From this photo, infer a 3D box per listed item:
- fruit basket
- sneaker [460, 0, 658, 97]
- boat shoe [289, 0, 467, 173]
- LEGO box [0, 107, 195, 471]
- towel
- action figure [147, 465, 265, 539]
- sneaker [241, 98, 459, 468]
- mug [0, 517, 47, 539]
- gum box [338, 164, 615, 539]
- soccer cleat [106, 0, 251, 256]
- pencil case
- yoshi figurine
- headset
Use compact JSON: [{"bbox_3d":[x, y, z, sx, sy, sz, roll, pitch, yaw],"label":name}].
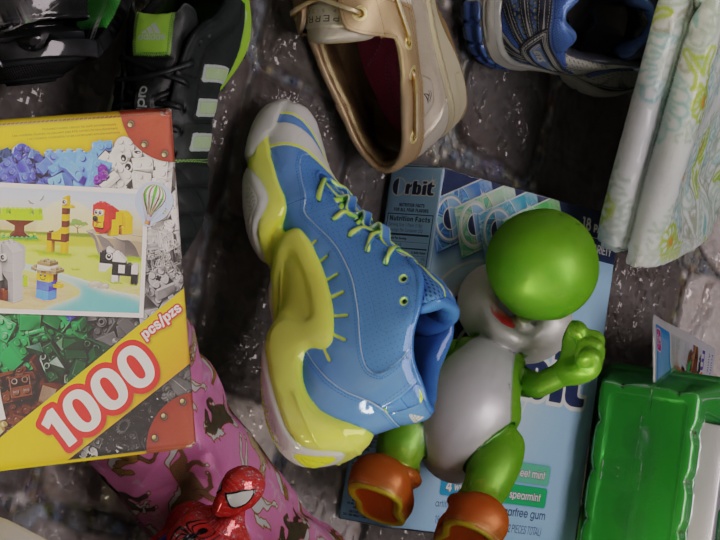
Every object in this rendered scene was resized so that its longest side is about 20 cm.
[{"bbox_3d":[0.195,0.130,1.561,0.200,0.093,0.187,21,76,-65],"label":"fruit basket"},{"bbox_3d":[0.150,-0.140,1.502,0.199,0.085,0.078,-4,97,-48],"label":"sneaker"},{"bbox_3d":[-0.001,-0.140,1.345,0.069,0.073,0.201,-52,129,-38],"label":"boat shoe"},{"bbox_3d":[-0.180,0.011,1.097,0.198,0.077,0.150,-6,94,-20],"label":"LEGO box"},{"bbox_3d":[0.202,-0.103,1.510,0.171,0.048,0.202,-17,123,-70],"label":"towel"},{"bbox_3d":[-0.107,0.175,1.210,0.201,0.065,0.052,-54,143,4],"label":"action figure"},{"bbox_3d":[0.000,0.000,1.301,0.076,0.104,0.202,43,38,-64],"label":"sneaker"},{"bbox_3d":[-0.172,0.208,1.089,0.153,0.185,0.150,-57,144,-42],"label":"mug"},{"bbox_3d":[0.071,0.053,1.464,0.169,0.044,0.202,12,85,-47],"label":"gum box"},{"bbox_3d":[-0.099,-0.078,1.223,0.081,0.067,0.201,78,22,-51],"label":"soccer cleat"},{"bbox_3d":[-0.076,0.109,1.281,0.083,0.087,0.200,-37,125,-5],"label":"pencil case"},{"bbox_3d":[0.071,0.044,1.356,0.112,0.112,0.201,43,61,-32],"label":"yoshi figurine"},{"bbox_3d":[-0.156,-0.137,1.162,0.200,0.093,0.124,-53,129,-45],"label":"headset"}]
